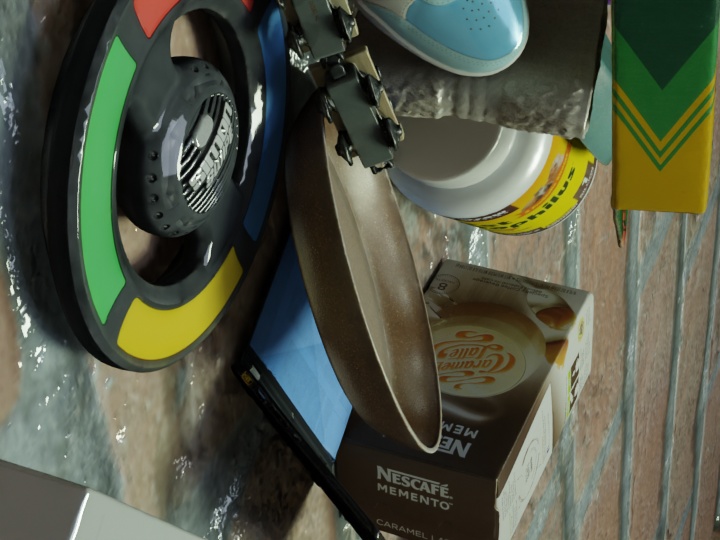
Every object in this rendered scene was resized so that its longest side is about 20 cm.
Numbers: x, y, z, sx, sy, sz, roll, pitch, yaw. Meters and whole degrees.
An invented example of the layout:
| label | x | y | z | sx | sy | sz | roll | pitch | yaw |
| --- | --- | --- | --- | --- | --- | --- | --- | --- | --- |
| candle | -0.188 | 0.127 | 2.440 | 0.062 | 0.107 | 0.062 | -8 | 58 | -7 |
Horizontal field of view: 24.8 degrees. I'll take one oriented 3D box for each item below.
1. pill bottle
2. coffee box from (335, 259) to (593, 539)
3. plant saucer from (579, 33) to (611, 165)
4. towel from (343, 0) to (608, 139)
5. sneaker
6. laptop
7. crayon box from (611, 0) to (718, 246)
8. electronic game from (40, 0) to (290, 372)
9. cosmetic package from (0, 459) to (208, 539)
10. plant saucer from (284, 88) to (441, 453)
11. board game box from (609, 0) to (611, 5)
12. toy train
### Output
| label | x | y | z | sx | sy | sz | roll | pitch | yaw |
| --- | --- | --- | --- | --- | --- | --- | --- | --- | --- |
| pill bottle | 0.078 | -0.082 | 1.022 | 0.200 | 0.109 | 0.110 | 10 | 92 | -70 |
| coffee box | 0.075 | 0.090 | 1.112 | 0.200 | 0.114 | 0.080 | -57 | 152 | -46 |
| plant saucer | 0.122 | -0.162 | 1.028 | 0.200 | 0.036 | 0.200 | 54 | 17 | -24 |
| towel | 0.065 | -0.139 | 0.874 | 0.200 | 0.132 | 0.035 | -73 | 167 | -48 |
| sneaker | 0.024 | -0.154 | 0.714 | 0.079 | 0.131 | 0.200 | -39 | 116 | 2 |
| laptop | 0.011 | 0.075 | 0.937 | 0.116 | 0.200 | 0.187 | -39 | 151 | -6 |
| crayon box | 0.158 | -0.121 | 0.841 | 0.200 | 0.051 | 0.127 | 79 | 18 | -52 |
| electronic game | -0.078 | -0.054 | 0.715 | 0.200 | 0.042 | 0.201 | 13 | 90 | -70 |
| cosmetic package | -0.117 | 0.148 | 0.688 | 0.200 | 0.071 | 0.102 | 47 | 58 | -66 |
| plant saucer | 0.000 | 0.000 | 0.848 | 0.200 | 0.032 | 0.201 | -15 | 90 | -81 |
| board game box | 0.196 | -0.259 | 1.129 | 0.200 | 0.105 | 0.103 | -100 | -169 | -64 |
| toy train | -0.023 | -0.123 | 0.740 | 0.046 | 0.034 | 0.200 | -102 | 171 | -49 |
